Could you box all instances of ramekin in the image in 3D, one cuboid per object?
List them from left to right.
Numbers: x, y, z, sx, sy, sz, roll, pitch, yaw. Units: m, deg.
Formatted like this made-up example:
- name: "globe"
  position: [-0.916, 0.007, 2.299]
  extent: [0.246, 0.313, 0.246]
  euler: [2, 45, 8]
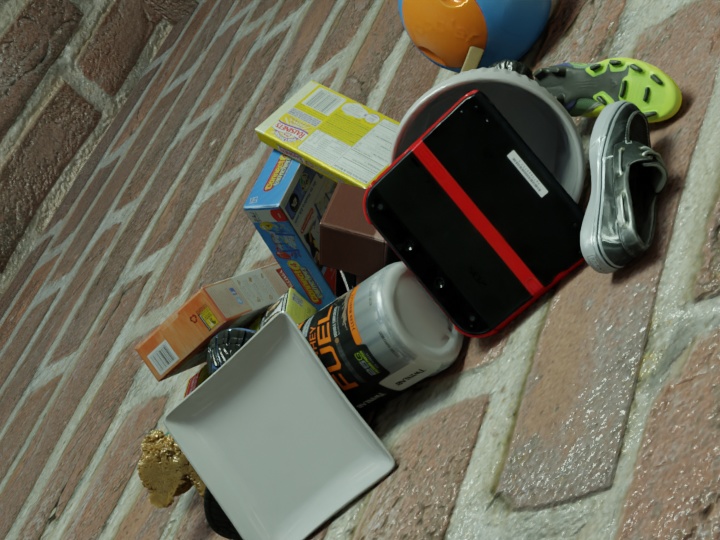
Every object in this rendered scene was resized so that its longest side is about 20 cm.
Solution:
- name: "ramekin"
  position: [0.134, -0.117, 1.469]
  extent: [0.200, 0.200, 0.105]
  euler: [-43, 10, 20]

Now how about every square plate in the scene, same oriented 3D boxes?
- name: "square plate"
  position: [-0.085, 0.176, 1.465]
  extent: [0.200, 0.198, 0.028]
  euler: [-41, -12, 22]

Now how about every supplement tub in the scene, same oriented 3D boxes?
- name: "supplement tub"
  position: [0.003, 0.084, 1.489]
  extent: [0.200, 0.122, 0.123]
  euler: [-35, 25, 39]

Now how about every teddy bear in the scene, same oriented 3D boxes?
- name: "teddy bear"
  position: [-0.162, 0.207, 1.637]
  extent: [0.200, 0.145, 0.067]
  euler: [-42, -11, 13]

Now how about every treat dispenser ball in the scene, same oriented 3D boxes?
- name: "treat dispenser ball"
  position: [0.149, -0.357, 1.832]
  extent: [0.201, 0.201, 0.201]
  euler: [-42, 22, 21]

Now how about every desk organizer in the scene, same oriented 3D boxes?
- name: "desk organizer"
  position: [0.000, 0.000, 1.553]
  extent: [0.200, 0.077, 0.072]
  euler: [93, -164, -50]

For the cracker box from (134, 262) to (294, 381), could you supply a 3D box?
- name: "cracker box"
  position: [-0.178, 0.063, 1.797]
  extent: [0.134, 0.058, 0.200]
  euler: [-41, -8, 26]

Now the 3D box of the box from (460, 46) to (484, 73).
- name: "box"
  position: [0.101, -0.165, 1.732]
  extent: [0.200, 0.021, 0.164]
  euler: [-65, -3, -52]

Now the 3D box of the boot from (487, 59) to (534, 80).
- name: "boot"
  position: [0.178, -0.181, 1.641]
  extent: [0.211, 0.079, 0.158]
  euler: [-19, 37, 55]

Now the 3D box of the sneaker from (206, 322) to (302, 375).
- name: "sneaker"
  position: [-0.094, 0.103, 1.675]
  extent: [0.199, 0.078, 0.076]
  euler: [-5, 81, 25]

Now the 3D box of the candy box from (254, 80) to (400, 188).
- name: "candy box"
  position: [-0.025, -0.158, 1.673]
  extent: [0.200, 0.026, 0.102]
  euler: [31, 67, 38]

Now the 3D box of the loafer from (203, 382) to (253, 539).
- name: "loafer"
  position: [-0.120, 0.204, 1.554]
  extent: [0.071, 0.073, 0.201]
  euler: [-49, -26, -69]

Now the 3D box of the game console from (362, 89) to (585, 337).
- name: "game console"
  position: [0.115, -0.050, 1.400]
  extent: [0.177, 0.200, 0.031]
  euler: [-41, -5, 18]

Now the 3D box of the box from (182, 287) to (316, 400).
- name: "box"
  position: [-0.140, 0.112, 1.766]
  extent: [0.200, 0.050, 0.075]
  euler: [-42, 20, 23]

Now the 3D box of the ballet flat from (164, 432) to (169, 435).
- name: "ballet flat"
  position: [-0.169, 0.209, 1.708]
  extent: [0.199, 0.068, 0.068]
  euler: [-28, 33, 28]

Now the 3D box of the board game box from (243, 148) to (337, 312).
- name: "board game box"
  position: [-0.047, -0.081, 1.770]
  extent: [0.056, 0.196, 0.201]
  euler: [-2, 46, 31]

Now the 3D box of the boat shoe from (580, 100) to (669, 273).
- name: "boat shoe"
  position: [0.261, -0.084, 1.337]
  extent: [0.071, 0.072, 0.201]
  euler: [-20, 45, 39]

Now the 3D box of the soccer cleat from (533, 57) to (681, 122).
- name: "soccer cleat"
  position: [0.269, -0.190, 1.490]
  extent: [0.200, 0.083, 0.065]
  euler: [13, 99, 51]
